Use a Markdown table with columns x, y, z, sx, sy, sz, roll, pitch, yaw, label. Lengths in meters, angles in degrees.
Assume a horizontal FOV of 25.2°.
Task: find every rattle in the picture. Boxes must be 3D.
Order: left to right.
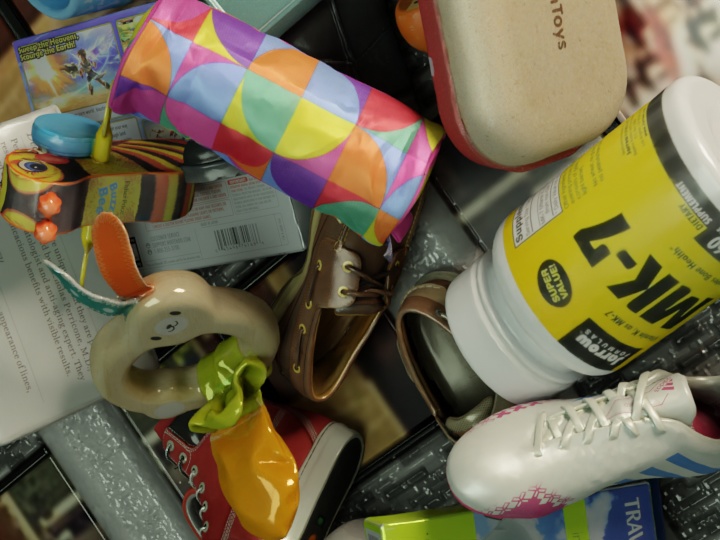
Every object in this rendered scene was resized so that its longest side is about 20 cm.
| x | y | z | sx | sy | sz | roll | pitch | yaw | label |
| --- | --- | --- | --- | --- | --- | --- | --- | --- | --- |
| -0.115 | 0.072 | 0.990 | 0.128 | 0.200 | 0.144 | -4 | 64 | 9 | rattle |

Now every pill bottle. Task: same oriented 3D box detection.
| x | y | z | sx | sy | sz | roll | pitch | yaw | label |
| --- | --- | --- | --- | --- | --- | --- | --- | --- | --- |
| 0.150 | -0.011 | 0.945 | 0.200 | 0.114 | 0.115 | -40 | 84 | 31 | pill bottle |

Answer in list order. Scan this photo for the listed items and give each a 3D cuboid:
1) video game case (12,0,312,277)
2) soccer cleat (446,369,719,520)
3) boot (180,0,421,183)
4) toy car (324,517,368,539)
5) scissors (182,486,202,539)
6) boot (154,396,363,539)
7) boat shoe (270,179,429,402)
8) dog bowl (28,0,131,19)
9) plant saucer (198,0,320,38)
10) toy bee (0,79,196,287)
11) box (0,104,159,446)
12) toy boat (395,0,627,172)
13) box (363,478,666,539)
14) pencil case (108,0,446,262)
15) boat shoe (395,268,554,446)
| x | y | z | sx | sy | sz | roll | pitch | yaw | label |
| --- | --- | --- | --- | --- | --- | --- | --- | --- | --- |
| -0.132 | -0.093 | 1.114 | 0.198 | 0.045 | 0.183 | -9 | 102 | 30 | video game case |
| 0.145 | 0.091 | 0.941 | 0.087 | 0.198 | 0.070 | 113 | 142 | -52 | soccer cleat |
| -0.062 | -0.171 | 1.005 | 0.066 | 0.163 | 0.202 | -161 | 53 | -71 | boot |
| 0.034 | 0.272 | 1.067 | 0.198 | 0.150 | 0.177 | 6 | 107 | 23 | toy car |
| -0.053 | 0.228 | 1.185 | 0.073 | 0.014 | 0.200 | -42 | 85 | 23 | scissors |
| -0.102 | 0.176 | 1.119 | 0.143 | 0.073 | 0.201 | 20 | 72 | 22 | boot |
| -0.001 | 0.000 | 1.044 | 0.201 | 0.071 | 0.068 | -63 | 37 | 32 | boat shoe |
| -0.202 | -0.253 | 1.056 | 0.111 | 0.049 | 0.201 | 35 | 143 | 30 | dog bowl |
| -0.017 | -0.216 | 0.970 | 0.200 | 0.019 | 0.070 | -41 | 91 | -1 | plant saucer |
| -0.185 | -0.044 | 1.009 | 0.109 | 0.198 | 0.132 | -133 | 29 | -53 | toy bee |
| -0.267 | 0.014 | 1.132 | 0.198 | 0.130 | 0.202 | -16 | 97 | 56 | box |
| 0.069 | -0.160 | 0.953 | 0.130 | 0.130 | 0.202 | 1 | 106 | 52 | toy boat |
| 0.108 | 0.198 | 0.985 | 0.197 | 0.048 | 0.124 | -7 | 89 | -14 | box |
| -0.047 | -0.086 | 0.941 | 0.199 | 0.089 | 0.089 | 30 | 118 | -4 | pencil case |
| 0.082 | 0.096 | 1.038 | 0.076 | 0.072 | 0.201 | -37 | 86 | 31 | boat shoe |
